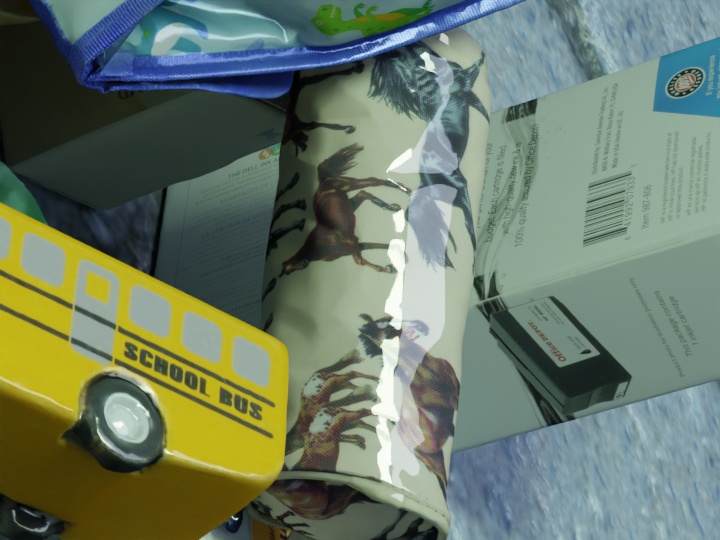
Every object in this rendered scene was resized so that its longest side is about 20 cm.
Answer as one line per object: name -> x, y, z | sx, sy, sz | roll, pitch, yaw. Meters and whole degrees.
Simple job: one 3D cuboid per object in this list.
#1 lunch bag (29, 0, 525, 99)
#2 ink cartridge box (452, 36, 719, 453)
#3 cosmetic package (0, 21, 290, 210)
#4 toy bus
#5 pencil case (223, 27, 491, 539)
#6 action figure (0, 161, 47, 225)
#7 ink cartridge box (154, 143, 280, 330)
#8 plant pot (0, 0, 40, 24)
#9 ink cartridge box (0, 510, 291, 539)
lunch bag -> -0.041, -0.156, 0.984 | 0.171, 0.199, 0.128 | 58, -23, 28
ink cartridge box -> 0.094, -0.009, 1.304 | 0.084, 0.199, 0.145 | 59, 26, -31
cosmetic package -> -0.091, -0.136, 1.111 | 0.071, 0.105, 0.201 | 23, 51, -58
toy bus -> -0.118, 0.024, 0.895 | 0.199, 0.065, 0.079 | 27, 46, -28
pencil case -> 0.000, 0.000, 1.025 | 0.077, 0.089, 0.201 | 18, 65, -27
action figure -> -0.166, -0.053, 0.949 | 0.200, 0.054, 0.118 | 55, 31, -24
ink cartridge box -> -0.022, -0.027, 1.178 | 0.059, 0.103, 0.201 | 52, 30, -38
plant pot -> -0.173, -0.159, 0.983 | 0.200, 0.027, 0.200 | 46, 21, -23
ink cartridge box -> -0.050, 0.140, 1.036 | 0.200, 0.067, 0.116 | 54, 29, -34
